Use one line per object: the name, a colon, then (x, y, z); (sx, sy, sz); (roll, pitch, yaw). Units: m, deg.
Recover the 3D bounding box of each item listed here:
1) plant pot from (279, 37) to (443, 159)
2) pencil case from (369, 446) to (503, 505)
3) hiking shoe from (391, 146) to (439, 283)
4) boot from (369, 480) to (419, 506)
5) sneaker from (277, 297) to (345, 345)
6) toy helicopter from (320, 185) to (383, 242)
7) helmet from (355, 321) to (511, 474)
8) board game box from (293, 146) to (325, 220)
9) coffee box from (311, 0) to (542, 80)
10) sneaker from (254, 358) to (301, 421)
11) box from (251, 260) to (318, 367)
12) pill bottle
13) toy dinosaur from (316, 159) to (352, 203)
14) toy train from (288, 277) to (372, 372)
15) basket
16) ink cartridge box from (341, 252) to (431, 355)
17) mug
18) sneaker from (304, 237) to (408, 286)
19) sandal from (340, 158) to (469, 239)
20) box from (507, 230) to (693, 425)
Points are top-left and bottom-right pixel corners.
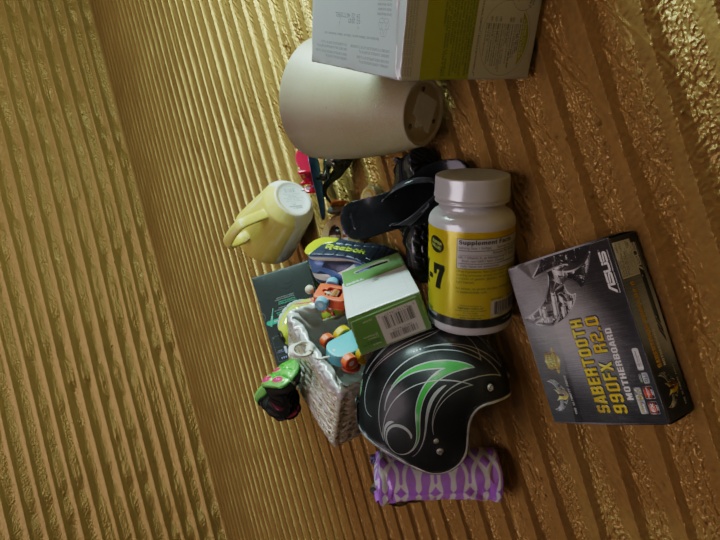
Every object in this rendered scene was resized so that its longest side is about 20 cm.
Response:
plant pot: (0.016, -0.245, 0.870); (0.199, 0.187, 0.188); (20, 120, 39)
pencil case: (0.114, 0.312, 0.886); (0.084, 0.199, 0.086); (-87, -6, -67)
hiking shoe: (0.088, -0.082, 0.906); (0.101, 0.075, 0.201); (-179, 86, -68)
boot: (0.093, 0.315, 1.017); (0.073, 0.200, 0.151); (23, 88, 27)
sneaker: (-0.070, 0.078, 1.112); (0.090, 0.200, 0.079); (-13, 103, 48)
toy helicopter: (-0.019, -0.093, 1.091); (0.200, 0.079, 0.133); (-47, 52, 43)
helmet: (0.102, 0.165, 0.835); (0.200, 0.199, 0.192); (28, 96, 52)
board game box: (-0.102, -0.189, 1.099); (0.158, 0.039, 0.201); (-95, -5, -49)
coffee box: (0.075, -0.335, 0.681); (0.200, 0.197, 0.201); (35, 129, 49)
sneaker: (-0.129, 0.213, 1.024); (0.084, 0.077, 0.200); (49, 155, 8)
box: (-0.133, 0.099, 1.240); (0.149, 0.124, 0.201); (87, 165, -84)
pill bottle: (0.145, -0.027, 0.775); (0.114, 0.114, 0.201); (25, 122, 54)
toy dinosaur: (-0.039, -0.217, 1.048); (0.077, 0.102, 0.201); (8, 121, 33)
toy train: (-0.034, 0.093, 0.938); (0.200, 0.149, 0.056); (-69, -18, -53)
basket: (-0.009, 0.160, 1.031); (0.200, 0.197, 0.161); (50, 143, 37)
ink cartridge box: (0.032, 0.041, 0.868); (0.200, 0.103, 0.060); (-105, -7, -72)
mug: (-0.181, -0.101, 1.258); (0.149, 0.187, 0.153); (34, 139, -13)
sneaker: (0.000, 0.000, 1.025); (0.199, 0.074, 0.083); (14, 126, 24)
sandal: (0.064, -0.093, 0.829); (0.199, 0.043, 0.076); (-24, 85, 15)
box: (0.265, 0.071, 0.675); (0.158, 0.048, 0.201); (-23, 82, 59)
